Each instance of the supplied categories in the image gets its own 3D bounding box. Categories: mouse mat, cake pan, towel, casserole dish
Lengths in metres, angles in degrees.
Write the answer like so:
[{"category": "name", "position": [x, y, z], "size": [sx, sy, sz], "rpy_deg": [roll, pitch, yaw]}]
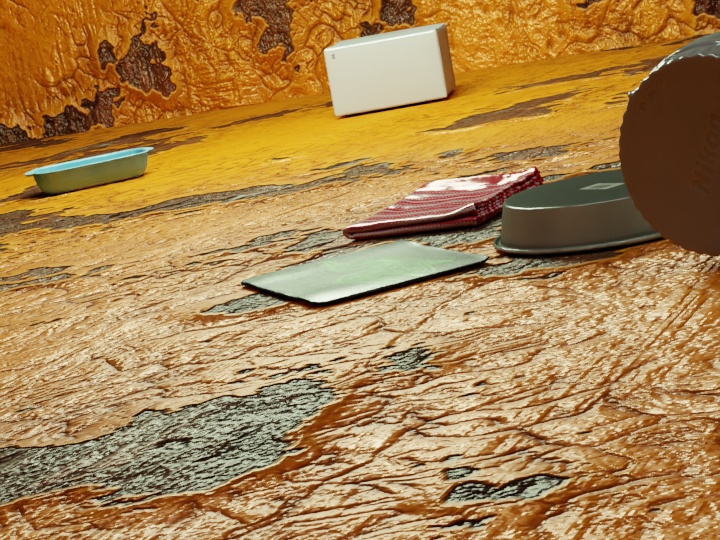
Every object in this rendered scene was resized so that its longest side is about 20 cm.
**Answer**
[{"category": "mouse mat", "position": [0.000, 0.000, 1.553], "size": [0.160, 0.008, 0.200], "rpy_deg": [-14, 11, -21]}, {"category": "cake pan", "position": [0.206, -0.054, 1.544], "size": [0.199, 0.037, 0.200], "rpy_deg": [-10, 10, 2]}, {"category": "towel", "position": [0.084, -0.066, 1.804], "size": [0.144, 0.023, 0.200], "rpy_deg": [-7, 10, 26]}, {"category": "casserole dish", "position": [-0.410, -0.150, 2.806], "size": [0.199, 0.039, 0.121], "rpy_deg": [-12, 9, -14]}]

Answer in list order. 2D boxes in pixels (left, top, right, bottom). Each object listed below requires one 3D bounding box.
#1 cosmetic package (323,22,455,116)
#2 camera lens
[{"category": "cosmetic package", "position": [0.054, -0.351, 3.216], "size": [0.198, 0.124, 0.200], "rpy_deg": [-9, 8, 10]}, {"category": "camera lens", "position": [0.300, -0.103, 1.354], "size": [0.159, 0.161, 0.200], "rpy_deg": [-3, 12, 38]}]
